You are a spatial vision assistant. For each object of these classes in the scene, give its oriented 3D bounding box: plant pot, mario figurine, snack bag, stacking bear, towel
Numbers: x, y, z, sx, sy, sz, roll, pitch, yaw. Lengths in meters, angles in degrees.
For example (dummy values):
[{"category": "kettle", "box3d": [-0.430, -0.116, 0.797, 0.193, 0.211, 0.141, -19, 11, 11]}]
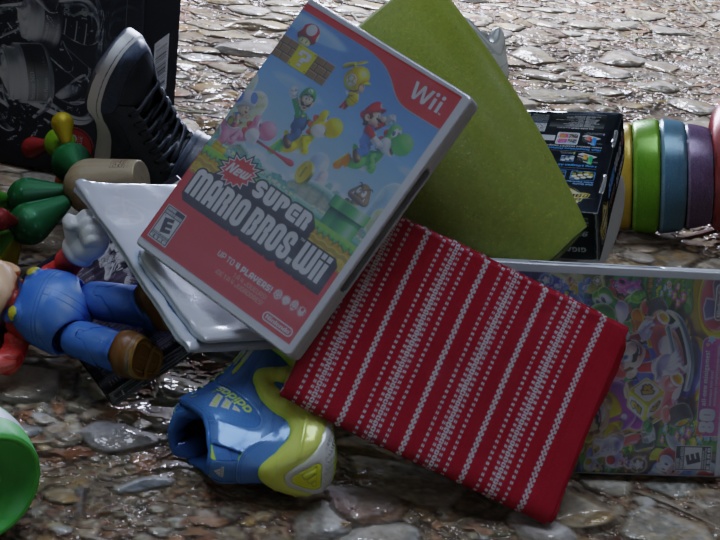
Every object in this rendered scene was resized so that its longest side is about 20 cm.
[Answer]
[{"category": "plant pot", "box3d": [0.058, -0.069, 1.229, 0.200, 0.187, 0.187, 45, 33, 7]}, {"category": "mario figurine", "box3d": [-0.234, 0.022, 1.200, 0.200, 0.106, 0.123, 6, 25, 20]}, {"category": "snack bag", "box3d": [-0.079, -0.010, 1.210, 0.188, 0.021, 0.200, -2, 36, -36]}, {"category": "stacking bear", "box3d": [0.246, -0.088, 1.604, 0.200, 0.122, 0.114, -1, 16, 7]}, {"category": "towel", "box3d": [0.065, 0.061, 1.125, 0.200, 0.145, 0.022, 26, -14, -7]}]

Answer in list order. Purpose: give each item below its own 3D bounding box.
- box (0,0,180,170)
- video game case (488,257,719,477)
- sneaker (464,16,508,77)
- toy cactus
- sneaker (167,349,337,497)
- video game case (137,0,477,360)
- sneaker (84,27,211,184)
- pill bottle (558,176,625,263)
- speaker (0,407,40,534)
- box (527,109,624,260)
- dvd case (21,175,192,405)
[{"category": "box", "box3d": [-0.269, -0.198, 1.592, 0.182, 0.200, 0.104, 11, 25, 11]}, {"category": "video game case", "box3d": [0.154, 0.067, 1.177, 0.200, 0.143, 0.018, 3, 7, -8]}, {"category": "sneaker", "box3d": [0.056, -0.176, 1.453, 0.075, 0.081, 0.200, 6, 3, 40]}, {"category": "toy cactus", "box3d": [-0.252, -0.072, 1.408, 0.165, 0.102, 0.200, -8, 21, 19]}, {"category": "sneaker", "box3d": [-0.080, 0.079, 1.168, 0.105, 0.076, 0.200, 0, 25, -12]}, {"category": "video game case", "box3d": [-0.037, -0.061, 1.120, 0.143, 0.200, 0.017, 35, -2, 26]}, {"category": "sneaker", "box3d": [-0.153, -0.112, 1.454, 0.146, 0.202, 0.077, 29, 65, 9]}, {"category": "pill bottle", "box3d": [0.118, -0.064, 1.497, 0.200, 0.114, 0.114, 18, 26, 25]}, {"category": "speaker", "box3d": [-0.280, 0.091, 1.074, 0.088, 0.089, 0.200, -14, 31, -38]}, {"category": "box", "box3d": [0.102, -0.073, 1.374, 0.200, 0.046, 0.159, 3, 34, 14]}, {"category": "dvd case", "box3d": [-0.158, 0.010, 1.290, 0.149, 0.016, 0.200, -34, 37, -11]}]
